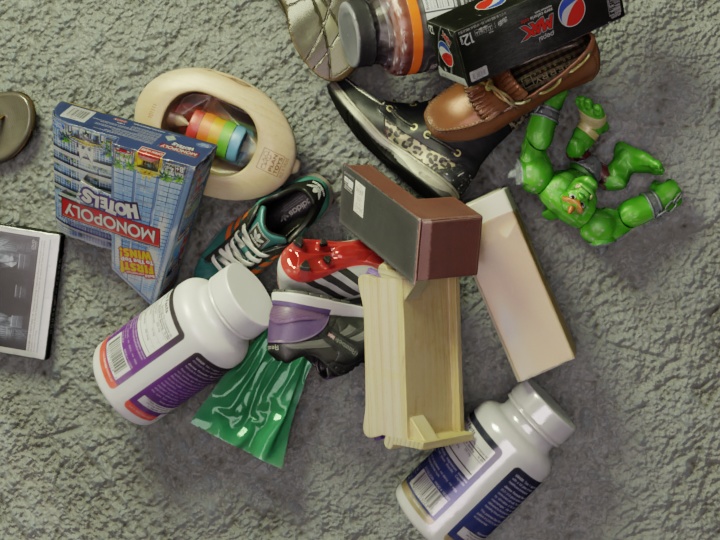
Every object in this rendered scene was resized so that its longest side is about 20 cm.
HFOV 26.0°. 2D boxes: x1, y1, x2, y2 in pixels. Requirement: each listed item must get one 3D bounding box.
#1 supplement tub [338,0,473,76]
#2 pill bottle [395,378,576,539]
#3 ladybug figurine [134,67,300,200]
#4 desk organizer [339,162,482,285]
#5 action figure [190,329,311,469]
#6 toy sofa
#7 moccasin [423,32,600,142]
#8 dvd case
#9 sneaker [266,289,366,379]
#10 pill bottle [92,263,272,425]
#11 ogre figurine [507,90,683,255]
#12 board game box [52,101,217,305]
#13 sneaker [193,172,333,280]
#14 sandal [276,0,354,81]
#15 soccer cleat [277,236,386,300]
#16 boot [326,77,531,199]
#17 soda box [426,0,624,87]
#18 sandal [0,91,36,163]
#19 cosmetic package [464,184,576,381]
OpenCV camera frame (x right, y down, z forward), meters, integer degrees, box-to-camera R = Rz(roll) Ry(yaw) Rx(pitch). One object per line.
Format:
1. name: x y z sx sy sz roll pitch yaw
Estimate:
1. supplement tub: 0.079 -0.270 1.679 0.197 0.107 0.108 -12 94 -15
2. pill bottle: 0.143 0.218 1.741 0.111 0.111 0.200 45 99 1
3. ladybug figurine: -0.158 -0.154 1.766 0.198 0.072 0.137 26 99 5
4. desk organizer: 0.051 -0.055 1.675 0.076 0.200 0.073 -5 112 -23
5. action figure: -0.099 0.110 1.786 0.117 0.055 0.202 27 87 -6
6. toy sofa: 0.061 0.091 1.696 0.097 0.082 0.203 2 95 48
7. moccasin: 0.161 -0.198 1.654 0.199 0.078 0.074 -19 68 6
8. dvd case: -0.455 0.015 1.842 0.197 0.025 0.152 9 95 6
9. sneaker: -0.015 0.081 1.739 0.198 0.076 0.089 12 83 -23
10. pill bottle: -0.196 0.079 1.752 0.199 0.111 0.112 -34 90 22
11. ogre figurine: 0.251 -0.104 1.712 0.200 0.098 0.120 40 84 -27
12. board game box: -0.265 -0.068 1.759 0.198 0.062 0.202 16 124 15
13. sneaker: -0.119 -0.038 1.766 0.200 0.080 0.072 -41 89 11
14. sandal: -0.060 -0.300 1.749 0.081 0.055 0.201 -38 75 5
15. soccer cleat: 0.000 0.000 1.762 0.197 0.085 0.069 -2 60 -17
16. boot: 0.076 -0.182 1.741 0.154 0.074 0.203 -45 72 -7
17. soda box: 0.172 -0.261 1.615 0.198 0.071 0.064 -25 116 -16
18. sandal: -0.473 -0.160 1.813 0.197 0.055 0.083 -6 94 8
19. cosmetic package: 0.169 0.012 1.725 0.070 0.105 0.202 -23 93 10
